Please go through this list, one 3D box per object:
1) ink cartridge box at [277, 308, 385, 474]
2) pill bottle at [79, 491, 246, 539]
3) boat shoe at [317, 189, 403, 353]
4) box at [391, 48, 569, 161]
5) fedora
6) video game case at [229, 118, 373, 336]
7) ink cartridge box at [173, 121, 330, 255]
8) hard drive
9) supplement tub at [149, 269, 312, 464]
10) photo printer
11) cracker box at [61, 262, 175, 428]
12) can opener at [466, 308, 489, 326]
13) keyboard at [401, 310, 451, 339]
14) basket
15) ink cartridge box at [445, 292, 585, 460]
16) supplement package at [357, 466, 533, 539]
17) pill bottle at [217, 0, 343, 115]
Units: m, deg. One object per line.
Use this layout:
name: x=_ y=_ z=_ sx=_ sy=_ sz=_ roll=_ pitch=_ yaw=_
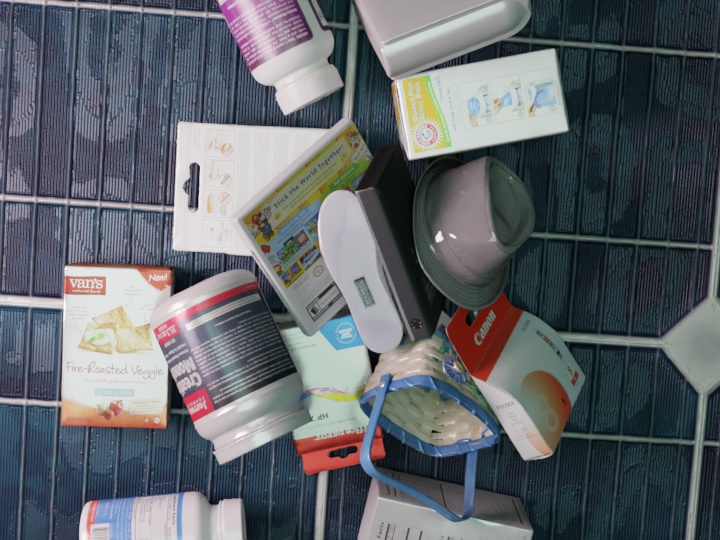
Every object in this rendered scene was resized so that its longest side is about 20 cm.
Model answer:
ink cartridge box: x=-0.037 y=0.159 z=1.520 sx=0.115 sy=0.067 sz=0.202 roll=-12 pitch=96 yaw=-2
pill bottle: x=-0.244 y=0.337 z=1.502 sx=0.197 sy=0.112 sz=0.114 roll=-4 pitch=95 yaw=-3
boat shoe: x=0.000 y=0.000 z=1.444 sx=0.073 sy=0.065 sz=0.202 roll=-14 pitch=97 yaw=7
box: x=0.143 y=-0.201 z=1.477 sx=0.198 sy=0.113 sz=0.103 roll=-10 pitch=94 yaw=-2
fedora: x=0.149 y=-0.061 z=1.449 sx=0.090 sy=0.201 sz=0.177 roll=-27 pitch=121 yaw=38
video game case: x=-0.041 y=-0.053 z=1.460 sx=0.200 sy=0.023 sz=0.183 roll=-43 pitch=118 yaw=-22
ink cartridge box: x=-0.130 y=-0.099 z=1.501 sx=0.197 sy=0.050 sz=0.164 roll=3 pitch=95 yaw=1
hard drive: x=0.054 y=-0.037 z=1.448 sx=0.033 sy=0.140 sz=0.202 roll=-13 pitch=112 yaw=20
supplement tub: x=-0.153 y=0.113 z=1.430 sx=0.139 sy=0.140 sz=0.202 roll=-25 pitch=85 yaw=-1
photo printer: x=0.100 y=-0.323 z=1.445 sx=0.198 sy=0.167 sz=0.070 roll=-20 pitch=134 yaw=-1
cracker box: x=-0.303 y=0.093 z=1.506 sx=0.132 sy=0.058 sz=0.203 roll=2 pitch=94 yaw=-4
can opener: x=0.135 y=-0.008 z=1.521 sx=0.052 sy=0.066 sz=0.202 roll=-21 pitch=90 yaw=-2
keyboard: x=0.104 y=0.087 z=1.552 sx=0.200 sy=0.011 sz=0.056 roll=42 pitch=86 yaw=-6
basket: x=0.081 y=0.182 z=1.450 sx=0.176 sy=0.138 sz=0.202 roll=34 pitch=55 yaw=-31
ink cartridge box: x=0.195 y=0.105 z=1.473 sx=0.050 sy=0.162 sz=0.201 roll=-19 pitch=111 yaw=35
supplement package: x=0.103 y=0.337 z=1.517 sx=0.198 sy=0.114 sz=0.111 roll=13 pitch=100 yaw=-3
pill bottle: x=-0.100 y=-0.297 z=1.457 sx=0.111 sy=0.112 sz=0.202 roll=-26 pitch=95 yaw=-1
